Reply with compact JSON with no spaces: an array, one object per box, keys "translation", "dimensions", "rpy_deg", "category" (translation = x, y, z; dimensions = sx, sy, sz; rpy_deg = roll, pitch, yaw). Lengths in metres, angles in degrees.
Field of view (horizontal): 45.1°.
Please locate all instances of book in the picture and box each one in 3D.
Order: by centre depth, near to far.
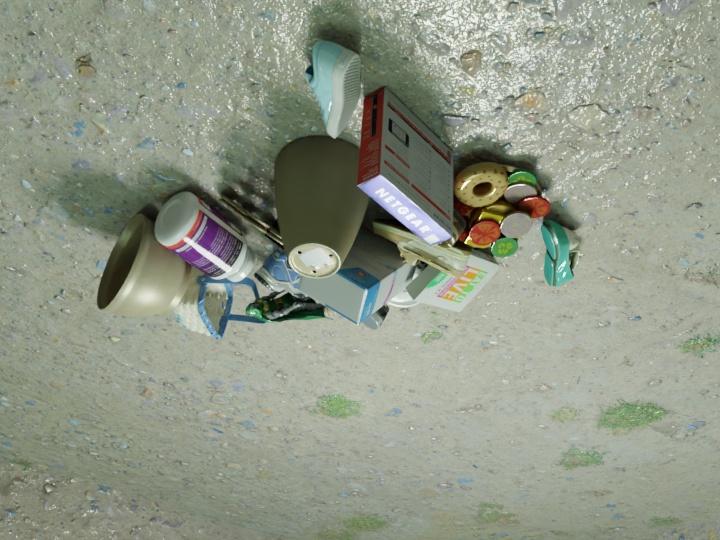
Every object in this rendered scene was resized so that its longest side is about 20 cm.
[{"translation":[0.185,0.011,1.703],"dimensions":[0.134,0.048,0.199],"rpy_deg":[-46,152,19],"category":"book"}]

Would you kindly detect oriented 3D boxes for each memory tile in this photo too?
[{"translation":[-0.182,-0.084,1.618],"dimensions":[0.152,0.017,0.199],"rpy_deg":[34,180,-31],"category":"memory tile"}]

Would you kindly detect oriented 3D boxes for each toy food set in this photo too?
[{"translation":[0.240,-0.111,1.569],"dimensions":[0.193,0.049,0.202],"rpy_deg":[12,132,-16],"category":"toy food set"}]

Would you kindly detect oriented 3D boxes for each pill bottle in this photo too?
[{"translation":[-0.300,-0.058,1.698],"dimensions":[0.111,0.115,0.199],"rpy_deg":[-18,140,32],"category":"pill bottle"}]

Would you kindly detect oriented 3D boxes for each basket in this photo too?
[{"translation":[-0.304,0.060,1.850],"dimensions":[0.195,0.142,0.178],"rpy_deg":[8,149,11],"category":"basket"}]

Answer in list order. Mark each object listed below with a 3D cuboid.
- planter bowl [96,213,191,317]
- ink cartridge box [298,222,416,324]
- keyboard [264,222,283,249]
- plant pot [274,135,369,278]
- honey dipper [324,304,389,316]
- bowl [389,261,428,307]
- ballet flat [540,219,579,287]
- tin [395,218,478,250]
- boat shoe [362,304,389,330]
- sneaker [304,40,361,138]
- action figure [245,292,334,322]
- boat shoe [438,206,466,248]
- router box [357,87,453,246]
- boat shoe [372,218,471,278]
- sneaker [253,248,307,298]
[{"translation":[-0.422,0.007,1.733],"dimensions":[0.133,0.204,0.199],"rpy_deg":[26,142,-29],"category":"planter bowl"},{"translation":[0.000,0.000,1.624],"dimensions":[0.143,0.199,0.086],"rpy_deg":[28,125,22],"category":"ink cartridge box"},{"translation":[-0.097,-0.077,1.710],"dimensions":[0.103,0.040,0.198],"rpy_deg":[30,140,-32],"category":"keyboard"},{"translation":[-0.072,-0.095,1.514],"dimensions":[0.182,0.203,0.189],"rpy_deg":[3,141,2],"category":"plant pot"},{"translation":[0.009,0.079,1.934],"dimensions":[0.195,0.039,0.038],"rpy_deg":[-5,146,12],"category":"honey dipper"},{"translation":[0.087,0.012,1.769],"dimensions":[0.195,0.096,0.202],"rpy_deg":[4,146,3],"category":"bowl"},{"translation":[0.391,-0.043,1.685],"dimensions":[0.069,0.068,0.201],"rpy_deg":[-23,144,-2],"category":"ballet flat"},{"translation":[0.156,-0.090,1.659],"dimensions":[0.197,0.043,0.112],"rpy_deg":[23,139,-25],"category":"tin"},{"translation":[-0.017,0.036,1.842],"dimensions":[0.198,0.069,0.073],"rpy_deg":[41,151,-7],"category":"boat shoe"},{"translation":[-0.047,-0.292,1.369],"dimensions":[0.081,0.074,0.201],"rpy_deg":[34,154,11],"category":"sneaker"},{"translation":[-0.157,0.073,1.816],"dimensions":[0.197,0.118,0.056],"rpy_deg":[-9,127,-42],"category":"action figure"},{"translation":[0.105,-0.127,1.539],"dimensions":[0.200,0.065,0.073],"rpy_deg":[47,143,2],"category":"boat shoe"},{"translation":[0.078,-0.168,1.418],"dimensions":[0.048,0.183,0.199],"rpy_deg":[-21,139,34],"category":"router box"},{"translation":[0.104,-0.041,1.588],"dimensions":[0.197,0.068,0.074],"rpy_deg":[22,-162,23],"category":"boat shoe"},{"translation":[-0.138,0.004,1.774],"dimensions":[0.075,0.078,0.199],"rpy_deg":[37,-170,19],"category":"sneaker"}]
